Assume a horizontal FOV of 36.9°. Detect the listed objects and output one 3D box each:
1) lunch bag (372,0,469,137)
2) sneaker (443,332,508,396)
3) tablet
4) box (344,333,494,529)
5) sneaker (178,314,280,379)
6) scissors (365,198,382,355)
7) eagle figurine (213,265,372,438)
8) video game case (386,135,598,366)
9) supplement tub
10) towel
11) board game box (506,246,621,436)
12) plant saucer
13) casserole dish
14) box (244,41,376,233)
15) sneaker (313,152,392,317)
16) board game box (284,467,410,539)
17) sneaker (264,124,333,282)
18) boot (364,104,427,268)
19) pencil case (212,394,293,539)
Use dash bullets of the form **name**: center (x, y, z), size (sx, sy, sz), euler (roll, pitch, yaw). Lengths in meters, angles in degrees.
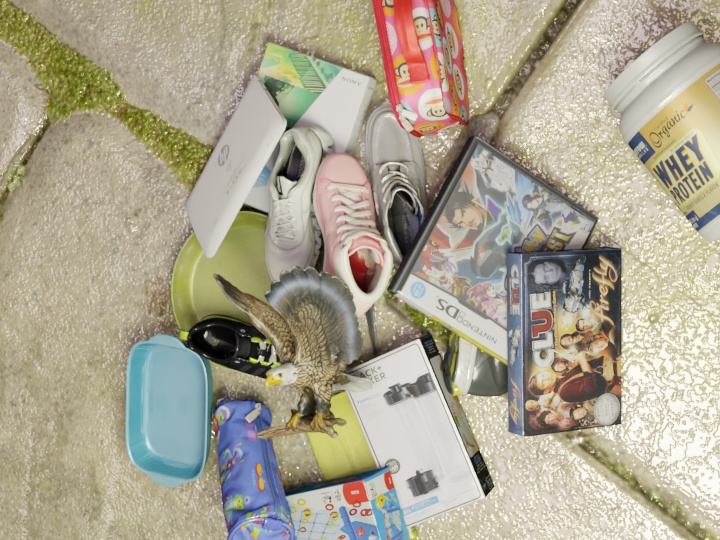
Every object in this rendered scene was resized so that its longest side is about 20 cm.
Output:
- **lunch bag**: center (0.067, -0.258, 1.224), size (0.081, 0.176, 0.203), euler (-10, 88, 15)
- **sneaker**: center (0.153, 0.053, 1.271), size (0.083, 0.074, 0.203), euler (13, 88, -13)
- **tablet**: center (-0.157, -0.128, 1.321), size (0.201, 0.014, 0.131), euler (-57, 37, 21)
- **box**: center (0.067, 0.192, 1.293), size (0.116, 0.060, 0.202), euler (-23, 84, 18)
- **sneaker**: center (-0.126, 0.102, 1.306), size (0.197, 0.083, 0.073), euler (9, 95, 15)
- **scissors**: center (0.000, 0.000, 1.336), size (0.072, 0.014, 0.203), euler (7, 94, 13)
- **eagle figurine**: center (-0.071, 0.087, 1.206), size (0.150, 0.151, 0.203), euler (-12, 95, -1)
- **video game case**: center (0.152, -0.018, 1.219), size (0.179, 0.025, 0.202), euler (31, 83, -13)
- **supplement tub**: center (0.368, -0.149, 1.156), size (0.144, 0.144, 0.201), euler (-39, 81, 13)
- **towel**: center (-0.003, 0.252, 1.342), size (0.085, 0.018, 0.202), euler (-23, 84, 10)
- **board game box**: center (0.230, 0.078, 1.213), size (0.134, 0.035, 0.203), euler (-4, 96, -22)
- **plant saucer**: center (-0.145, 0.026, 1.368), size (0.197, 0.031, 0.203), euler (1, 92, 15)
- **casserole dish**: center (-0.240, 0.176, 1.381), size (0.120, 0.039, 0.203), euler (8, 103, 21)
- **box**: center (-0.078, -0.165, 1.342), size (0.143, 0.036, 0.203), euler (20, 96, 14)
- **sneaker**: center (-0.004, -0.048, 1.221), size (0.074, 0.105, 0.203), euler (5, 75, -21)
- **board game box**: center (-0.028, 0.355, 1.298), size (0.198, 0.056, 0.198), euler (-20, 85, 35)
- **sneaker**: center (-0.084, -0.075, 1.289), size (0.074, 0.081, 0.203), euler (8, 95, 14)
- **boot**: center (0.049, -0.099, 1.268), size (0.072, 0.096, 0.203), euler (-12, 91, -1)
- **pencil case**: center (-0.131, 0.243, 1.294), size (0.087, 0.077, 0.201), euler (-57, 33, 34)
